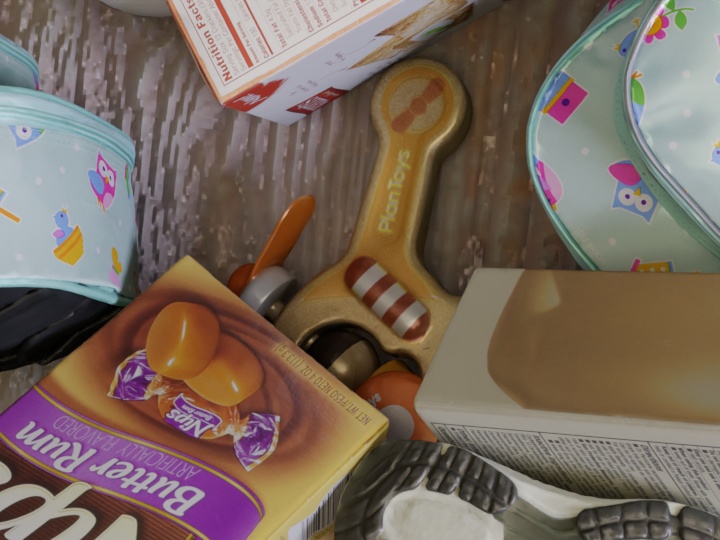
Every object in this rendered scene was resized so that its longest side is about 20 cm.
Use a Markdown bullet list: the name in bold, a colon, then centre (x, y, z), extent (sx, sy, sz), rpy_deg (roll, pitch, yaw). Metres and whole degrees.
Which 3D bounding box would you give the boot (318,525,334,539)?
- **boot**: centre (0.046, 0.206, 0.759), extent (0.199, 0.066, 0.176), rpy_deg (22, 75, -10)

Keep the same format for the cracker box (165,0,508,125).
- **cracker box**: centre (0.027, -0.135, 0.755), extent (0.199, 0.134, 0.058), rpy_deg (-28, 87, 9)

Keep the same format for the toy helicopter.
- **toy helicopter**: centre (0.000, 0.000, 0.804), extent (0.131, 0.079, 0.202), rpy_deg (11, 82, 18)

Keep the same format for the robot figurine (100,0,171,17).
- **robot figurine**: centre (-0.107, -0.208, 0.782), extent (0.150, 0.125, 0.201), rpy_deg (-35, 81, 10)

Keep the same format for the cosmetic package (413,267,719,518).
- **cosmetic package**: centre (0.132, 0.057, 0.672), extent (0.199, 0.105, 0.071), rpy_deg (2, 53, 39)

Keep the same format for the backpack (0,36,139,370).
- **backpack**: centre (-0.193, -0.026, 0.763), extent (0.198, 0.176, 0.155), rpy_deg (0, 80, 15)

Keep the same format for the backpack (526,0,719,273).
- **backpack**: centre (0.167, -0.060, 0.727), extent (0.176, 0.153, 0.200), rpy_deg (45, 105, 2)

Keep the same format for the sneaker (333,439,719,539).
- **sneaker**: centre (0.092, 0.121, 0.681), extent (0.199, 0.089, 0.077), rpy_deg (21, 81, 24)

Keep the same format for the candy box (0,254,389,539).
- **candy box**: centre (-0.096, 0.099, 0.696), extent (0.116, 0.057, 0.200), rpy_deg (37, 64, 21)
